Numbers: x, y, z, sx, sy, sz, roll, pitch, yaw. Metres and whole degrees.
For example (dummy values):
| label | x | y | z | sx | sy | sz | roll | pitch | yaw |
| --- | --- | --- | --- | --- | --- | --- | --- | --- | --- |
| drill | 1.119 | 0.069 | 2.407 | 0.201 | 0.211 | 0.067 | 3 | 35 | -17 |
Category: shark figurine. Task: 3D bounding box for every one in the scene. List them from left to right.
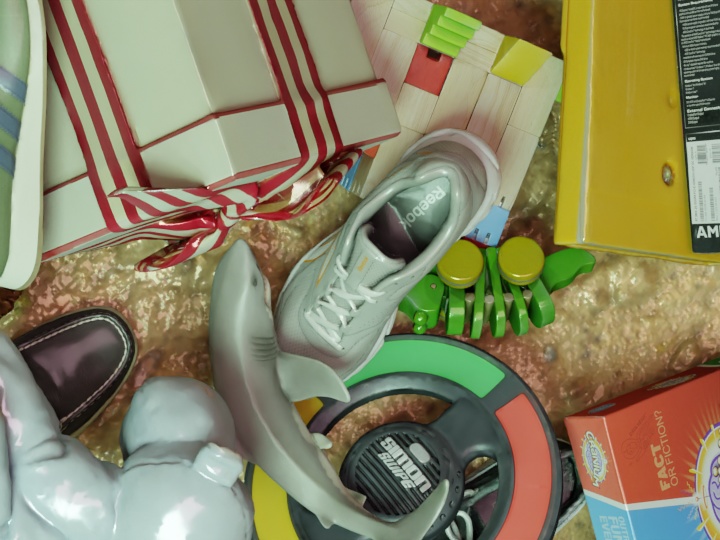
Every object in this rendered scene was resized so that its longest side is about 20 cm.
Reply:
| label | x | y | z | sx | sy | sz | roll | pitch | yaw |
| --- | --- | --- | --- | --- | --- | --- | --- | --- | --- |
| shark figurine | -0.050 | 0.106 | 0.887 | 0.089 | 0.128 | 0.215 | -23 | 70 | -41 |

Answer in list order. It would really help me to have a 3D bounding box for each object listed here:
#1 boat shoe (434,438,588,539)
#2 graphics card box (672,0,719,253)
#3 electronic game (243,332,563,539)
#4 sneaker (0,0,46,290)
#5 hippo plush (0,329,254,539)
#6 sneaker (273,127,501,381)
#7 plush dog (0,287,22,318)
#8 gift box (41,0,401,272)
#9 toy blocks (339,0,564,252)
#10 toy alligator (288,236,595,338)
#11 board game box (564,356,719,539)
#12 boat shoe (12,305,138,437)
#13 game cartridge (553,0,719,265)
| label | x | y | z | sx | sy | sz | roll | pitch | yaw |
| --- | --- | --- | --- | --- | --- | --- | --- | --- | --- |
| boat shoe | 0.068 | 0.177 | 0.968 | 0.198 | 0.068 | 0.074 | -29 | 95 | -12 |
| graphics card box | 0.261 | -0.117 | 0.996 | 0.125 | 0.050 | 0.203 | -11 | 95 | -45 |
| electronic game | 0.025 | 0.129 | 0.928 | 0.197 | 0.042 | 0.202 | -6 | 59 | 9 |
| sneaker | -0.211 | -0.083 | 0.767 | 0.089 | 0.067 | 0.203 | -10 | 107 | -41 |
| hippo plush | -0.138 | 0.107 | 0.788 | 0.159 | 0.201 | 0.161 | -10 | 128 | -1 |
| sneaker | 0.000 | 0.000 | 0.900 | 0.075 | 0.092 | 0.201 | 39 | 108 | 5 |
| plush dog | -0.253 | -0.054 | 0.876 | 0.170 | 0.160 | 0.203 | 13 | 87 | -38 |
| gift box | -0.113 | -0.101 | 0.852 | 0.199 | 0.183 | 0.189 | -22 | 93 | -49 |
| toy blocks | 0.035 | -0.097 | 0.963 | 0.198 | 0.100 | 0.138 | 20 | 97 | -20 |
| toy alligator | 0.054 | 0.018 | 0.966 | 0.197 | 0.060 | 0.055 | -4 | 62 | -5 |
| board game box | 0.236 | 0.140 | 0.991 | 0.198 | 0.040 | 0.155 | -17 | 93 | -32 |
| boat shoe | -0.218 | 0.091 | 0.906 | 0.200 | 0.066 | 0.072 | -33 | 95 | -12 |
| game cartridge | 0.189 | -0.110 | 0.981 | 0.175 | 0.032 | 0.203 | 6 | 84 | -45 |
